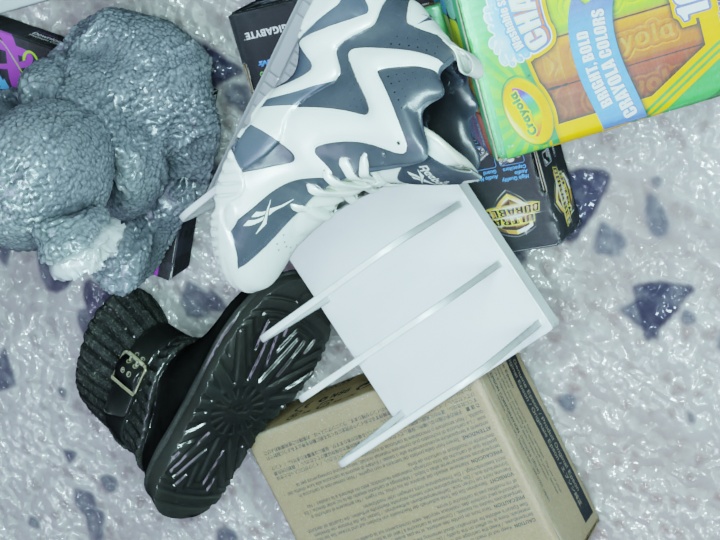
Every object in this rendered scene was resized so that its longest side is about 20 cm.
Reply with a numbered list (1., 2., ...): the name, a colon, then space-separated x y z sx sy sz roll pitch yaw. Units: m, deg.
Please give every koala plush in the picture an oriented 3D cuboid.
1. koala plush: -0.199 -0.076 1.343 0.177 0.200 0.184 45 120 3

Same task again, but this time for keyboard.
1. keyboard: -0.047 -0.111 1.353 0.056 0.011 0.201 35 122 11

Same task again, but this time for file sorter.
1. file sorter: 0.000 0.000 1.286 0.138 0.124 0.201 -35 87 30

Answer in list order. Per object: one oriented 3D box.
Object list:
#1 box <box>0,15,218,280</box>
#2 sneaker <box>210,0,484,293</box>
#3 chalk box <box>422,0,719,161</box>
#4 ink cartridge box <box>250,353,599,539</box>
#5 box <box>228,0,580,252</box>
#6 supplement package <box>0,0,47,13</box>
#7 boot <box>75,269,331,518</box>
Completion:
1. box: -0.207 -0.093 1.477 0.199 0.036 0.144 20 116 16
2. sneaker: 0.003 -0.058 1.154 0.129 0.079 0.200 32 96 27
3. chalk box: 0.108 -0.146 1.206 0.198 0.124 0.126 -18 104 -3
4. ink cartridge box: 0.044 0.148 1.426 0.199 0.075 0.166 -22 99 30
5. box: 0.029 -0.101 1.353 0.199 0.050 0.200 -9 107 30
6. supplement package: -0.155 -0.255 1.345 0.199 0.109 0.115 -9 105 28
7. boot: -0.120 0.053 1.446 0.212 0.079 0.158 -54 43 15
